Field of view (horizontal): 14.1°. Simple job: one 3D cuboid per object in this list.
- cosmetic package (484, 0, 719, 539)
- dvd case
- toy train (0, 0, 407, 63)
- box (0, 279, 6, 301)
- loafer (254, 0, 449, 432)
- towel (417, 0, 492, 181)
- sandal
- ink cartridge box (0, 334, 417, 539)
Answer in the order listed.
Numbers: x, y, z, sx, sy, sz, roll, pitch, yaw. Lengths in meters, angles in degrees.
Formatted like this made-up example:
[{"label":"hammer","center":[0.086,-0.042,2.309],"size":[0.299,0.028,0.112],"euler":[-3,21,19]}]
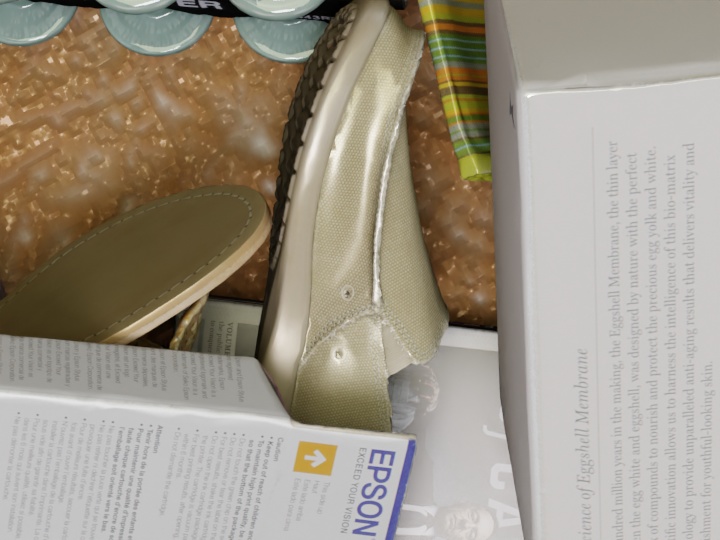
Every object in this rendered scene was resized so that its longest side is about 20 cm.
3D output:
[{"label":"cosmetic package","center":[0.144,-0.012,0.947],"size":[0.199,0.123,0.200],"euler":[-6,124,-3]},{"label":"dvd case","center":[0.022,0.094,1.095],"size":[0.199,0.025,0.151],"euler":[6,91,5]},{"label":"toy train","center":[-0.075,-0.142,1.077],"size":[0.199,0.085,0.115],"euler":[4,79,6]},{"label":"box","center":[-0.156,0.013,1.100],"size":[0.041,0.039,0.201],"euler":[-21,89,4]},{"label":"loafer","center":[0.000,0.000,1.047],"size":[0.068,0.076,0.201],"euler":[9,107,-6]},{"label":"towel","center":[0.035,-0.131,1.061],"size":[0.018,0.086,0.201],"euler":[-14,89,24]},{"label":"sandal","center":[-0.110,0.047,1.057],"size":[0.211,0.078,0.070],"euler":[-29,120,7]},{"label":"ink cartridge box","center":[-0.095,0.113,1.037],"size":[0.199,0.043,0.197],"euler":[6,124,-11]}]
